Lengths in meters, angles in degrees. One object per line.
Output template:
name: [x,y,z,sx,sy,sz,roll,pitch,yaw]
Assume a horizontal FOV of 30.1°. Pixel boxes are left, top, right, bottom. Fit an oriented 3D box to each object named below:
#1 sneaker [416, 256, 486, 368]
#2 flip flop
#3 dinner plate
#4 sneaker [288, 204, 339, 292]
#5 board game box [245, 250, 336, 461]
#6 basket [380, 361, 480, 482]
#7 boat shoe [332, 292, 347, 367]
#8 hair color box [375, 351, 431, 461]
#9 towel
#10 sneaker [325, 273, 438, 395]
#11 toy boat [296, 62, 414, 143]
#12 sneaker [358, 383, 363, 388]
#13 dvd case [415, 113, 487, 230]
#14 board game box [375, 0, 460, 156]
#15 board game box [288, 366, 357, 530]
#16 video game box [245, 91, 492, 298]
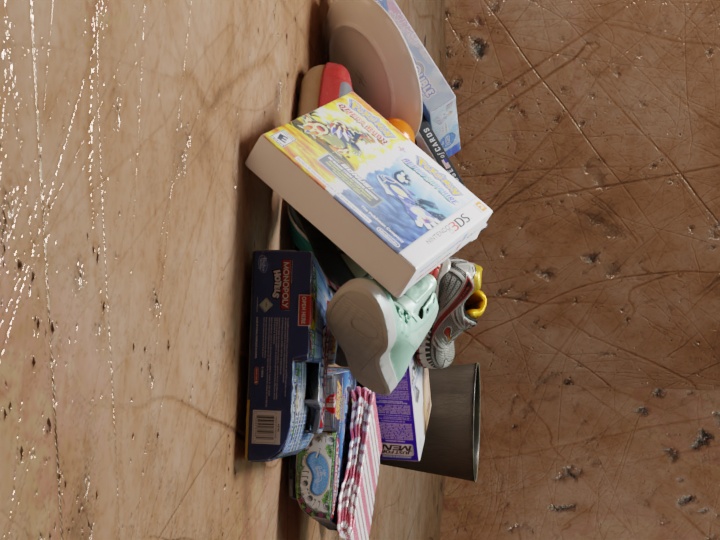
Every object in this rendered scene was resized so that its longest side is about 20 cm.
sneaker: [0.109,0.058,1.609,0.201,0.081,0.078,89,9,-56]
flip flop: [-0.031,-0.070,1.412,0.058,0.080,0.202,56,12,-72]
dinner plate: [0.007,-0.240,1.632,0.200,0.024,0.201,45,-31,36]
sneaker: [-0.012,0.006,1.496,0.201,0.083,0.121,52,-14,14]
board game box: [-0.064,0.090,1.366,0.200,0.061,0.202,29,63,-80]
basket: [0.064,0.208,1.860,0.137,0.198,0.182,-76,164,-55]
boat shoe: [-0.026,0.050,1.710,0.201,0.071,0.072,89,-8,-58]
hair color box: [0.048,0.131,1.692,0.110,0.064,0.202,-73,162,-51]
towel: [-0.004,0.257,1.581,0.147,0.030,0.202,81,15,-53]
sneaker: [0.028,0.031,1.336,0.119,0.073,0.201,-57,161,-22]
toy boat: [0.000,-0.153,1.583,0.200,0.129,0.132,74,19,-64]
sneaker: [-0.021,0.230,1.768,0.089,0.078,0.202,-110,-159,-72]
dvd case: [0.072,-0.115,1.682,0.201,0.025,0.150,60,-26,3]
board game box: [0.059,-0.257,1.714,0.201,0.043,0.199,59,-2,15]
board game box: [-0.049,0.189,1.543,0.200,0.061,0.202,65,28,-72]
video game box: [0.013,-0.080,1.317,0.047,0.200,0.182,-55,169,32]
